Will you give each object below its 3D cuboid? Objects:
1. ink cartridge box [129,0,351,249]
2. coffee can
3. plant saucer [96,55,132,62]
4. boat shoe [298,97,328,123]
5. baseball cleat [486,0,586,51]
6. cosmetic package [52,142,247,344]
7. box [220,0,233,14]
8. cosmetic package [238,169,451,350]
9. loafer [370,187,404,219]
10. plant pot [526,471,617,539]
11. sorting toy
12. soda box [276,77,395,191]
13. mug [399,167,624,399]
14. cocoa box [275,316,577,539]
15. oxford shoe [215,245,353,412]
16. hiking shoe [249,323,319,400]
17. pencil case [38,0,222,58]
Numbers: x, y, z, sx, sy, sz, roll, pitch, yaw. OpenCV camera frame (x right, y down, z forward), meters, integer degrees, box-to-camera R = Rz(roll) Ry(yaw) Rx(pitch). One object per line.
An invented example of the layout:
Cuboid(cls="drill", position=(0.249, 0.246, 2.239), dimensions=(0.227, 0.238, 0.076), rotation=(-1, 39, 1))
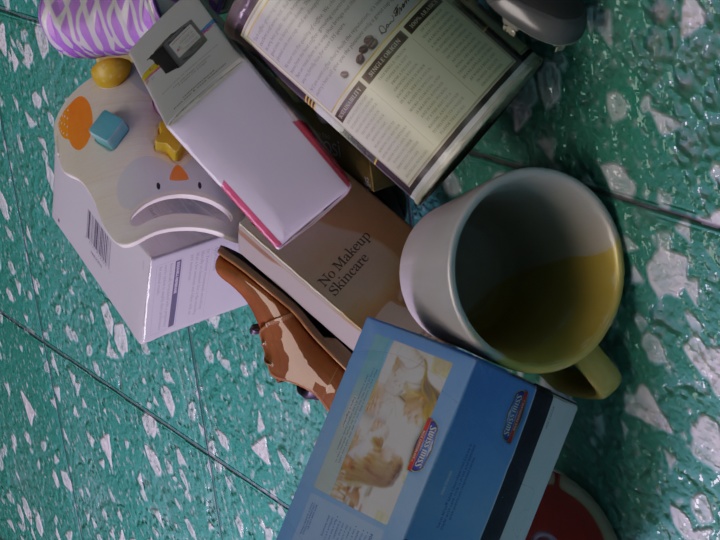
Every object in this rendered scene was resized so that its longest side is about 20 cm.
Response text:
Cuboid(cls="ink cartridge box", position=(-0.101, -0.126, 1.345), dimensions=(0.148, 0.085, 0.200), rotation=(47, -177, -28))
Cuboid(cls="coffee can", position=(0.017, -0.170, 1.245), dimensions=(0.200, 0.146, 0.147), rotation=(42, 146, 2))
Cuboid(cls="plant saucer", position=(-0.247, -0.297, 1.779), dimensions=(0.200, 0.048, 0.202), rotation=(-23, 87, 61))
Cuboid(cls="boat shoe", position=(-0.034, -0.177, 1.416), dimensions=(0.200, 0.065, 0.074), rotation=(-121, 14, -68))
Cuboid(cls="baseball cleat", position=(0.106, -0.257, 1.190), dimensions=(0.201, 0.069, 0.107), rotation=(55, 146, 23))
Cuboid(cls="cosmetic package", position=(-0.173, -0.063, 1.637), dimensions=(0.200, 0.199, 0.124), rotation=(49, 144, 32))
Cuboid(cls="box", position=(-0.198, -0.347, 1.593), dimensions=(0.201, 0.121, 0.106), rotation=(62, 148, 16))
Cuboid(cls="cosmetic package", position=(0.000, 0.000, 1.408), dimensions=(0.199, 0.105, 0.071), rotation=(39, 163, 9))
Cuboid(cls="loafer", position=(-0.025, -0.018, 1.554), dimensions=(0.072, 0.062, 0.200), rotation=(62, 149, 13))
Cuboid(cls="plant pot", position=(0.113, 0.264, 1.377), dimensions=(0.177, 0.199, 0.202), rotation=(-47, 66, 47))
Cuboid(cls="sorting toy", position=(-0.173, -0.096, 1.517), dimensions=(0.107, 0.198, 0.181), rotation=(109, 153, -52))
Cuboid(cls="soda box", position=(-0.021, -0.128, 1.479), dimensions=(0.199, 0.067, 0.065), rotation=(24, 127, 52))
Cuboid(cls="mug", position=(0.106, 0.019, 1.284), dimensions=(0.153, 0.148, 0.189), rotation=(177, 82, -67))
Cuboid(cls="cocoa box", position=(0.048, 0.159, 1.255), dimensions=(0.133, 0.131, 0.202), rotation=(19, 85, 48))
Cuboid(cls="oxford shoe", position=(-0.068, 0.056, 1.461), dimensions=(0.200, 0.071, 0.071), rotation=(45, 99, 18))
Cuboid(cls="hiking shoe", position=(-0.010, 0.098, 1.524), dimensions=(0.200, 0.101, 0.076), rotation=(42, 152, 8))
Cuboid(cls="pencil case", position=(-0.209, -0.238, 1.481), dimensions=(0.199, 0.085, 0.085), rotation=(-2, 148, 47))
